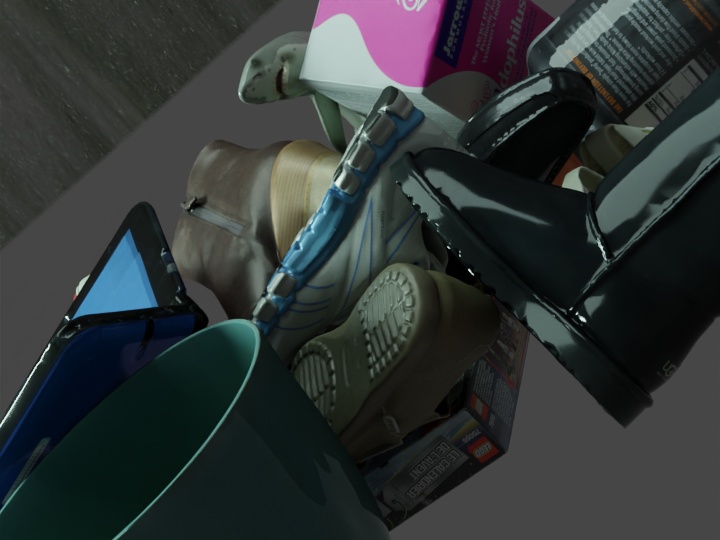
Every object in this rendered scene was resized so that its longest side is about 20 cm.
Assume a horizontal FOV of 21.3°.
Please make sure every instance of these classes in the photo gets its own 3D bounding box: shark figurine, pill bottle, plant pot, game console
[{"bbox_3d":[-0.028,-0.119,1.332,0.089,0.215,0.129,14,68,31],"label":"shark figurine"},{"bbox_3d":[0.179,-0.139,1.222,0.200,0.106,0.106,-41,15,9],"label":"pill bottle"},{"bbox_3d":[-0.075,0.153,0.973,0.200,0.161,0.201,-37,17,13],"label":"plant pot"},{"bbox_3d":[-0.189,0.069,1.117,0.170,0.118,0.200,-5,-46,-59],"label":"game console"}]

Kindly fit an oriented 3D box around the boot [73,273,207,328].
[{"bbox_3d":[-0.146,0.097,1.275,0.144,0.200,0.073,-41,34,12],"label":"boot"}]

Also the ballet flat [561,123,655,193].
[{"bbox_3d":[0.147,-0.038,1.091,0.068,0.072,0.200,-29,20,44],"label":"ballet flat"}]

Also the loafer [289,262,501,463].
[{"bbox_3d":[0.013,0.062,1.035,0.200,0.067,0.076,135,138,-58],"label":"loafer"}]

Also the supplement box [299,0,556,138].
[{"bbox_3d":[0.060,-0.141,1.291,0.103,0.200,0.102,11,84,34],"label":"supplement box"}]

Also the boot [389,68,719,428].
[{"bbox_3d":[0.132,-0.040,0.980,0.168,0.076,0.200,-44,58,1],"label":"boot"}]

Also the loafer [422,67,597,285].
[{"bbox_3d":[0.072,-0.034,1.118,0.201,0.068,0.071,-48,43,30],"label":"loafer"}]

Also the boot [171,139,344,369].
[{"bbox_3d":[-0.069,0.013,1.230,0.166,0.072,0.201,9,82,53],"label":"boot"}]

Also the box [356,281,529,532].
[{"bbox_3d":[0.037,0.075,1.141,0.137,0.040,0.200,-38,16,27],"label":"box"}]

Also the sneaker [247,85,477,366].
[{"bbox_3d":[0.000,0.000,1.086,0.200,0.086,0.075,-57,6,25],"label":"sneaker"}]
